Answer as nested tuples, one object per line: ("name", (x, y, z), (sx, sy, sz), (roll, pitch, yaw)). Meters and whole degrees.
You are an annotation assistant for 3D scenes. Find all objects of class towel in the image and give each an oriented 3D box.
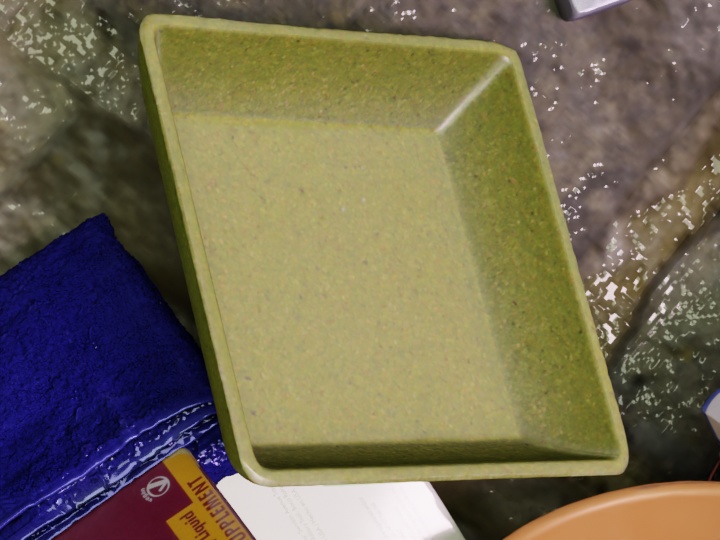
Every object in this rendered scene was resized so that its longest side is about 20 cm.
("towel", (-0.154, 0.074, 1.203), (0.200, 0.050, 0.148), (-34, 57, -8))

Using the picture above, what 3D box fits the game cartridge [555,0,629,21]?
("game cartridge", (0.162, -0.201, 1.293), (0.200, 0.038, 0.130), (-20, 97, -8))

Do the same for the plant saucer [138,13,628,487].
("plant saucer", (0.000, 0.000, 1.208), (0.200, 0.048, 0.200), (1, 65, -38))

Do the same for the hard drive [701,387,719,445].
("hard drive", (0.232, 0.088, 1.250), (0.132, 0.025, 0.200), (-38, 127, -10))

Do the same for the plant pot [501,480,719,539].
("plant pot", (0.132, 0.197, 1.155), (0.200, 0.200, 0.140), (-12, 126, -8))

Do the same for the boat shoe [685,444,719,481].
("boat shoe", (0.168, 0.119, 1.280), (0.074, 0.063, 0.201), (29, 94, -40))

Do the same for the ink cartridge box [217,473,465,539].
("ink cartridge box", (-0.060, 0.138, 1.241), (0.200, 0.067, 0.117), (-32, 94, -7))

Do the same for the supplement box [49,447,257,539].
("supplement box", (-0.110, 0.178, 1.132), (0.200, 0.110, 0.086), (-35, 138, -7))
